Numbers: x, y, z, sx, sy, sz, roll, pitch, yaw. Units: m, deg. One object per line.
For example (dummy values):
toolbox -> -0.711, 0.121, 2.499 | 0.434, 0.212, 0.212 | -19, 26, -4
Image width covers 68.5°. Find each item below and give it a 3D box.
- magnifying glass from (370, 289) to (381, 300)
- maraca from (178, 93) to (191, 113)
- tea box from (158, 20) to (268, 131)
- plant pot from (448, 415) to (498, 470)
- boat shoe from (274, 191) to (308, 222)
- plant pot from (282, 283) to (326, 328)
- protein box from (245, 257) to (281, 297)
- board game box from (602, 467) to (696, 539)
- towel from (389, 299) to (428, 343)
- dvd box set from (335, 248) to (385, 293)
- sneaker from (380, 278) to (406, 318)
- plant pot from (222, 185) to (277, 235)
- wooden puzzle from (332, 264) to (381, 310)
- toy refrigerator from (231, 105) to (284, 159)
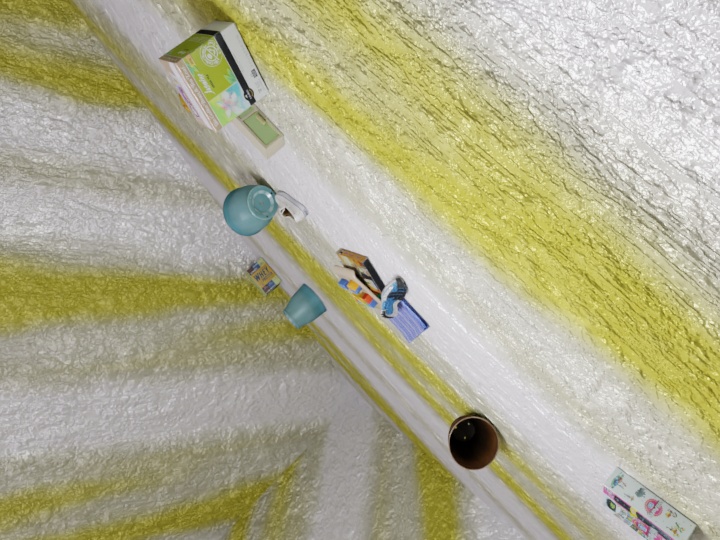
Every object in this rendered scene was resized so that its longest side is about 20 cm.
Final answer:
magnifying glass -> 0.079, 0.104, 1.923 | 0.199, 0.022, 0.080 | 39, 161, 26
maraca -> -0.583, -0.625, 1.856 | 0.136, 0.108, 0.201 | 34, 158, 10
tea box -> -0.388, -0.520, 1.415 | 0.133, 0.196, 0.202 | 31, 157, 45
plant pot -> 0.408, 0.627, 2.002 | 0.187, 0.187, 0.200 | 47, 179, 2
boat shoe -> -0.278, -0.235, 2.000 | 0.199, 0.070, 0.071 | 35, 160, 39
plant pot -> -0.318, 0.212, 2.913 | 0.200, 0.188, 0.201 | 42, 163, 16
protein box -> -0.641, 0.048, 3.491 | 0.201, 0.135, 0.198 | 49, 165, -3
board game box -> 0.708, 0.605, 1.314 | 0.199, 0.064, 0.149 | 33, 158, 41
towel -> 0.153, 0.172, 1.823 | 0.145, 0.024, 0.200 | 48, 156, 8
dvd box set -> 0.000, 0.000, 1.870 | 0.199, 0.029, 0.148 | 22, 149, 57
sneaker -> 0.097, 0.072, 1.717 | 0.201, 0.073, 0.088 | 108, 160, -55
plant pot -> -0.432, -0.258, 2.146 | 0.201, 0.200, 0.186 | 53, 148, -17
wooden puzzle -> -0.013, 0.073, 1.942 | 0.200, 0.046, 0.184 | 49, 166, -24
toy refrigerator -> -0.328, -0.450, 1.635 | 0.200, 0.076, 0.070 | 47, 164, 9
